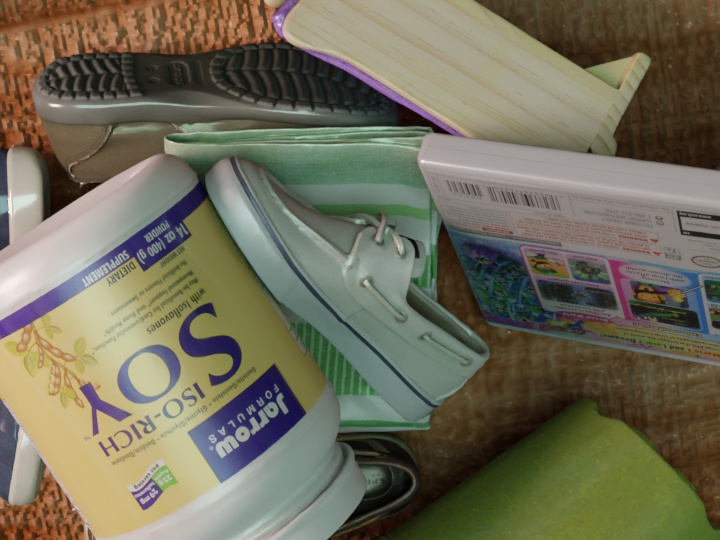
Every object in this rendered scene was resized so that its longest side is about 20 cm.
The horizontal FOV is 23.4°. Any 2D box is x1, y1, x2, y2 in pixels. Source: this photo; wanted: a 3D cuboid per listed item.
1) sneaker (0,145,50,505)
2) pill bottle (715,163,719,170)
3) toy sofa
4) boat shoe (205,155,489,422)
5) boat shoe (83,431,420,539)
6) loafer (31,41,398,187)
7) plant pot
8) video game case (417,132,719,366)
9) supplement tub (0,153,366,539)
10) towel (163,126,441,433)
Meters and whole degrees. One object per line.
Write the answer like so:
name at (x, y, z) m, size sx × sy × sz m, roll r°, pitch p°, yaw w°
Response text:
sneaker at (-0.214, 0.032, 0.971) m, size 0.084 × 0.075 × 0.201 m, roll -2°, pitch 94°, yaw -6°
pill bottle at (0.287, 0.006, 0.981) m, size 0.200 × 0.112 × 0.112 m, roll 36°, pitch 98°, yaw -12°
toy sofa at (0.045, -0.116, 0.937) m, size 0.199 × 0.083 × 0.098 m, roll 30°, pitch 81°, yaw -11°
boat shoe at (0.000, 0.000, 0.912) m, size 0.070 × 0.071 × 0.200 m, roll -36°, pitch 122°, yaw 12°
boat shoe at (-0.062, 0.134, 1.000) m, size 0.199 × 0.072 × 0.073 m, roll -7°, pitch 92°, yaw -4°
loafer at (-0.079, -0.080, 0.961) m, size 0.199 × 0.075 × 0.070 m, roll 2°, pitch 126°, yaw -4°
plant pot at (0.101, 0.177, 0.984) m, size 0.190 × 0.200 × 0.200 m, roll -44°, pitch 103°, yaw -6°
video game case at (0.143, -0.004, 0.911) m, size 0.199 × 0.182 × 0.024 m, roll 9°, pitch 65°, yaw 21°
supplement tub at (-0.100, 0.058, 0.887) m, size 0.145 × 0.145 × 0.201 m, roll -32°, pitch 100°, yaw 4°
towel at (-0.027, 0.011, 0.970) m, size 0.152 × 0.023 × 0.201 m, roll -2°, pitch 125°, yaw -3°
